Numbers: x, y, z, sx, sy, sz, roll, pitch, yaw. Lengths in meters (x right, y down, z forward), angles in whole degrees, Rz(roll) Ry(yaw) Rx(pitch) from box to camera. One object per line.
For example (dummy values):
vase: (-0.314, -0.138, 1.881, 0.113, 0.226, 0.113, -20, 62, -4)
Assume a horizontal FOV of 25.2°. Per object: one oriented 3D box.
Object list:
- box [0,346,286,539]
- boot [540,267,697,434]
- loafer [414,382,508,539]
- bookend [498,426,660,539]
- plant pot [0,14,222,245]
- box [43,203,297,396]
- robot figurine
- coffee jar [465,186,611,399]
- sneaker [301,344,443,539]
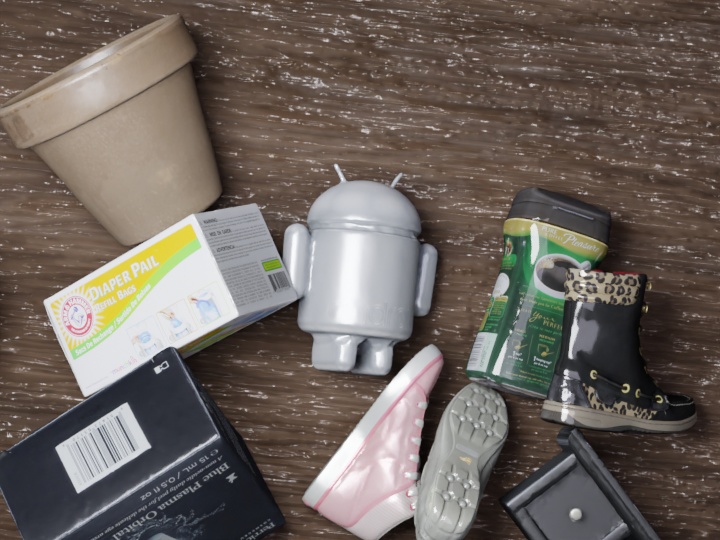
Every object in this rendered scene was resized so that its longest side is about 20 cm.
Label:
box: (-0.200, 0.205, 1.483, 0.196, 0.200, 0.118, -32, 56, -3)
boot: (0.255, 0.078, 1.538, 0.199, 0.073, 0.151, 5, 90, -37)
loafer: (0.092, 0.186, 1.536, 0.070, 0.070, 0.200, 30, 41, -1)
bookend: (0.186, 0.289, 1.553, 0.198, 0.092, 0.200, -36, 86, -4)
plant pot: (-0.221, -0.123, 1.540, 0.200, 0.200, 0.175, -28, 103, -4)
box: (-0.180, 0.028, 1.512, 0.200, 0.112, 0.102, -27, 84, 29)
robot figurine: (0.000, 0.000, 1.560, 0.169, 0.113, 0.201, 7, 85, -32)
coffee jar: (0.176, 0.023, 1.573, 0.104, 0.085, 0.201, 17, 84, -13)
sneaker: (0.041, 0.175, 1.566, 0.105, 0.075, 0.201, 37, 93, 6)
